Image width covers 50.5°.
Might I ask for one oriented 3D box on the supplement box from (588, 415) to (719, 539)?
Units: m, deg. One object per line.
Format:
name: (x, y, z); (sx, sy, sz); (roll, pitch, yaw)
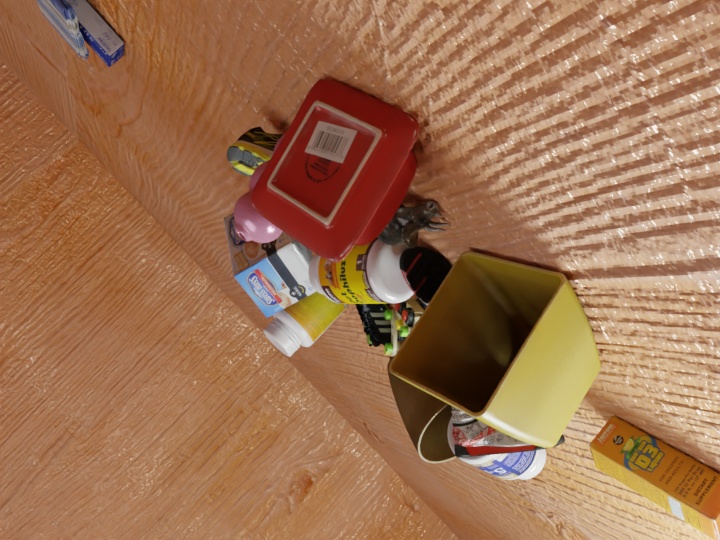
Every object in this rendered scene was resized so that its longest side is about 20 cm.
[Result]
supplement box: (0.422, 0.286, 1.070); (0.200, 0.067, 0.069); (26, 156, 47)

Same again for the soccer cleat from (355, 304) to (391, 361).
soccer cleat: (0.031, 0.106, 1.570); (0.200, 0.081, 0.067); (48, 164, -12)

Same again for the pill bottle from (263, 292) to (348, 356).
pill bottle: (-0.108, 0.083, 1.614); (0.109, 0.200, 0.109); (40, 164, 14)

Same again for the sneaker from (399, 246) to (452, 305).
sneaker: (0.131, 0.048, 1.185); (0.200, 0.074, 0.087); (44, 166, 2)

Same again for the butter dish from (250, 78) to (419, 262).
butter dish: (-0.009, -0.115, 0.986); (0.200, 0.200, 0.148); (33, -176, 38)

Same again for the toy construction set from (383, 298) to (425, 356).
toy construction set: (0.097, 0.120, 1.362); (0.200, 0.091, 0.132); (-150, 62, -62)

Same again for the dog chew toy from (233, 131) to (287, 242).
dog chew toy: (-0.103, -0.119, 1.112); (0.124, 0.200, 0.125); (39, 164, 14)

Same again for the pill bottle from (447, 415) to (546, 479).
pill bottle: (0.261, 0.320, 1.417); (0.200, 0.120, 0.119); (34, 175, -42)

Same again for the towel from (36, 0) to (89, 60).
towel: (-0.607, -0.521, 1.526); (0.147, 0.024, 0.200); (48, 165, 3)

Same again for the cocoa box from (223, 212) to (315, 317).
cocoa box: (-0.175, -0.036, 1.501); (0.134, 0.131, 0.201); (58, -173, -40)

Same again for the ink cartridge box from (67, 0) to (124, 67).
ink cartridge box: (-0.571, -0.519, 1.566); (0.200, 0.044, 0.094); (48, 166, -12)

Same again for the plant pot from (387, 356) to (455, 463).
plant pot: (0.142, 0.239, 1.508); (0.200, 0.186, 0.187); (51, 173, 42)

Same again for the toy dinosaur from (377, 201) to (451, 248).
toy dinosaur: (0.040, -0.070, 1.112); (0.103, 0.077, 0.200); (53, 161, -6)

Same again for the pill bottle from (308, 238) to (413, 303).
pill bottle: (0.000, 0.000, 1.258); (0.199, 0.109, 0.109); (-4, 131, 53)

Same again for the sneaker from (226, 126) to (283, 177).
sneaker: (-0.113, -0.179, 1.240); (0.199, 0.085, 0.075); (24, 143, -1)

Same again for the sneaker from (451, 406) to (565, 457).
sneaker: (0.236, 0.248, 1.269); (0.201, 0.109, 0.067); (-17, 163, 39)

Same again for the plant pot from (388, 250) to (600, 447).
plant pot: (0.197, 0.118, 1.010); (0.176, 0.201, 0.200); (40, 169, -30)
